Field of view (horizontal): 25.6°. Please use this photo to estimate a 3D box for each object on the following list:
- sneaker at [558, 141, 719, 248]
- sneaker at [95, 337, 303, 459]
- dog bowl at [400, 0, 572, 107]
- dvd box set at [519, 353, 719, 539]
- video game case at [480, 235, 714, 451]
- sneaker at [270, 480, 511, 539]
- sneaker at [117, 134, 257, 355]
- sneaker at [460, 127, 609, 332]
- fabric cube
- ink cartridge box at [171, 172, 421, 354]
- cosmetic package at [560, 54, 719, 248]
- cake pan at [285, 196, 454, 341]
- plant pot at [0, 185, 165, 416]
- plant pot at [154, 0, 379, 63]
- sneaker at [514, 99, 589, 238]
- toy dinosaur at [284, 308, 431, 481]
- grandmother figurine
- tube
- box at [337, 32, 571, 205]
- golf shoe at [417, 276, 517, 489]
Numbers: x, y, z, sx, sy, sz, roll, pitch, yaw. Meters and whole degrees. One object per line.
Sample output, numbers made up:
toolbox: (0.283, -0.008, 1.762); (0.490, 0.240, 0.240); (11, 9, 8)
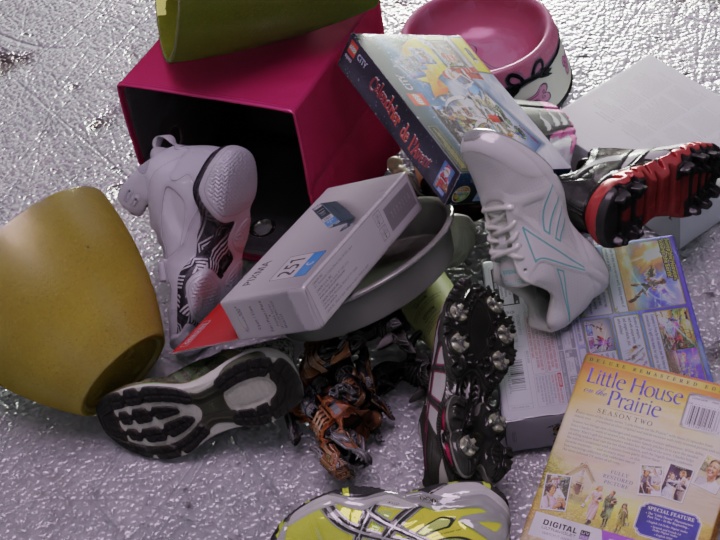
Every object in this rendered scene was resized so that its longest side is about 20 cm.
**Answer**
sneaker: (0.249, -0.080, 1.430); (0.199, 0.072, 0.097); (-21, 33, -39)
sneaker: (-0.138, 0.107, 1.410); (0.198, 0.078, 0.089); (-14, 20, 14)
dog bowl: (0.127, -0.230, 1.707); (0.198, 0.074, 0.201); (-6, 43, 5)
dvd box set: (0.216, 0.172, 1.253); (0.145, 0.029, 0.201); (12, 64, 23)
video game case: (0.206, 0.062, 1.401); (0.179, 0.046, 0.201); (-8, 43, 5)
sneaker: (0.022, 0.218, 1.254); (0.198, 0.076, 0.077); (-11, 45, 5)
sneaker: (-0.169, -0.028, 1.492); (0.114, 0.202, 0.075); (18, 10, 29)
sneaker: (0.140, -0.032, 1.347); (0.080, 0.201, 0.070); (-47, 26, -24)
fabric cube: (-0.093, -0.149, 1.578); (0.194, 0.201, 0.200); (10, 44, 22)
ink cartridge box: (-0.062, -0.007, 1.397); (0.175, 0.045, 0.200); (-11, 25, 36)
cosmetic package: (0.300, -0.122, 1.572); (0.150, 0.052, 0.200); (-30, 46, -21)
cake pan: (0.000, 0.000, 1.419); (0.199, 0.037, 0.201); (-25, 19, 9)
plant pot: (-0.259, 0.045, 1.433); (0.142, 0.201, 0.200); (43, 62, 15)
plant pot: (-0.083, -0.287, 1.467); (0.198, 0.188, 0.188); (-2, 41, -14)
sneaker: (0.166, -0.083, 1.531); (0.079, 0.087, 0.201); (7, 43, -15)
toy dinosaur: (-0.010, 0.088, 1.391); (0.135, 0.102, 0.202); (-23, 63, 11)
grandmother figurine: (0.085, -0.082, 1.574); (0.120, 0.061, 0.201); (3, 45, -3)
tube: (0.051, 0.014, 1.481); (0.058, 0.052, 0.200); (-19, 43, -15)
box: (0.084, -0.142, 1.454); (0.136, 0.038, 0.201); (-5, 46, -36)
golf shoe: (0.079, 0.098, 1.338); (0.077, 0.088, 0.202); (25, 50, -22)
